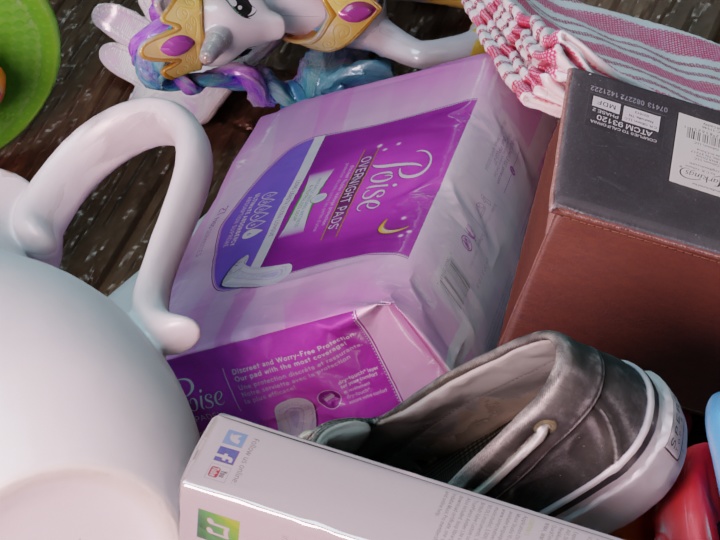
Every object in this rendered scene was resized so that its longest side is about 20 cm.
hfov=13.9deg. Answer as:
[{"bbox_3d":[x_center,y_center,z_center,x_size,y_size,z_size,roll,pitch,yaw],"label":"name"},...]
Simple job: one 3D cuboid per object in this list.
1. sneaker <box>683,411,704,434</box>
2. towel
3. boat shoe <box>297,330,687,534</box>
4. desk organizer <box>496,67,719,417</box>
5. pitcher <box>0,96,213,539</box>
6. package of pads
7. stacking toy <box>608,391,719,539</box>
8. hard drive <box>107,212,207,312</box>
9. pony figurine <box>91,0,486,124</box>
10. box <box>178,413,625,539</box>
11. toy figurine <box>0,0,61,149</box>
[{"bbox_3d":[0.117,0.026,1.072,0.087,0.074,0.200,-1,38,30],"label":"sneaker"},{"bbox_3d":[0.116,-0.075,1.119,0.146,0.030,0.200,20,15,-12],"label":"towel"},{"bbox_3d":[0.007,0.072,0.939,0.200,0.071,0.072,-33,36,25],"label":"boat shoe"},{"bbox_3d":[0.152,0.008,1.009,0.199,0.077,0.072,16,44,-4],"label":"desk organizer"},{"bbox_3d":[-0.103,0.030,0.961,0.171,0.121,0.200,-39,34,3],"label":"pitcher"},{"bbox_3d":[0.000,0.000,1.078,0.120,0.076,0.200,-16,26,24],"label":"package of pads"},{"bbox_3d":[0.062,0.127,0.960,0.199,0.116,0.110,-18,59,17],"label":"stacking toy"},{"bbox_3d":[-0.043,0.027,1.176,0.200,0.027,0.132,-41,44,-24],"label":"hard drive"},{"bbox_3d":[-0.028,-0.133,1.266,0.199,0.167,0.193,-11,28,-22],"label":"pony figurine"},{"bbox_3d":[0.040,0.129,0.889,0.199,0.145,0.036,18,45,11],"label":"box"},{"bbox_3d":[-0.208,-0.014,1.231,0.200,0.150,0.185,-32,46,20],"label":"toy figurine"}]
